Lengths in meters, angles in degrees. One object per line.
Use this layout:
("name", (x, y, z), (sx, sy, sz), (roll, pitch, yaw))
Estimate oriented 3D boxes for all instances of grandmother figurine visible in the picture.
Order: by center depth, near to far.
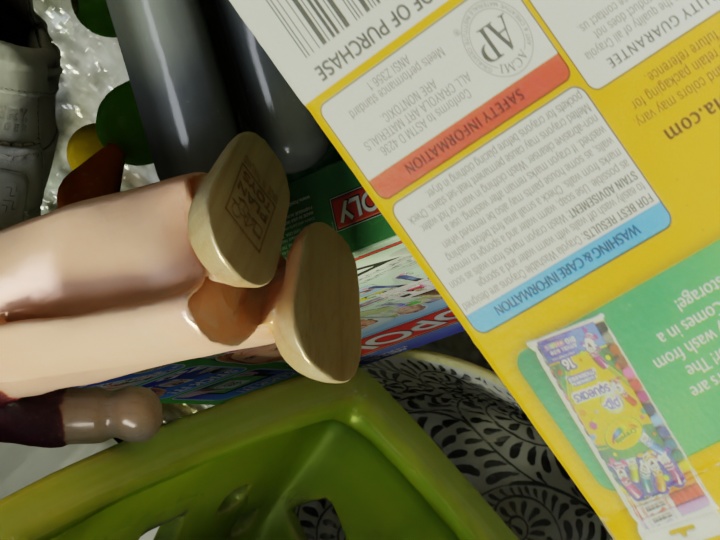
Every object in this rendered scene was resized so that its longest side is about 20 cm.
("grandmother figurine", (-0.104, 0.015, 0.681), (0.200, 0.061, 0.121), (-16, 122, 31))

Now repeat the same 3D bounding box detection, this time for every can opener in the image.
("can opener", (-0.059, -0.118, 0.670), (0.066, 0.053, 0.201), (3, 112, 68))

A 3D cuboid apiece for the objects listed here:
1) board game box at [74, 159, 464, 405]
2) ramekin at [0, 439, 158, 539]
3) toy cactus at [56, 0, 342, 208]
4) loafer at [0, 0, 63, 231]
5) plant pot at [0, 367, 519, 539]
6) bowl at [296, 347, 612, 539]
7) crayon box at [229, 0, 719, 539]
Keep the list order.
("board game box", (0.000, 0.000, 0.746), (0.200, 0.134, 0.029), (-21, 74, 32))
("ramekin", (-0.152, 0.132, 1.032), (0.200, 0.098, 0.201), (28, 145, 22))
("toy cactus", (-0.015, -0.070, 0.751), (0.165, 0.102, 0.200), (12, 128, 12))
("loafer", (-0.125, -0.075, 0.775), (0.070, 0.200, 0.070), (10, 112, -22))
("plant pot", (-0.040, 0.174, 0.760), (0.199, 0.200, 0.182), (49, 126, 16))
("bowl", (0.040, 0.119, 0.868), (0.200, 0.094, 0.201), (5, 99, 32))
("crayon box", (0.070, -0.027, 0.580), (0.126, 0.052, 0.200), (-32, 94, 42))
